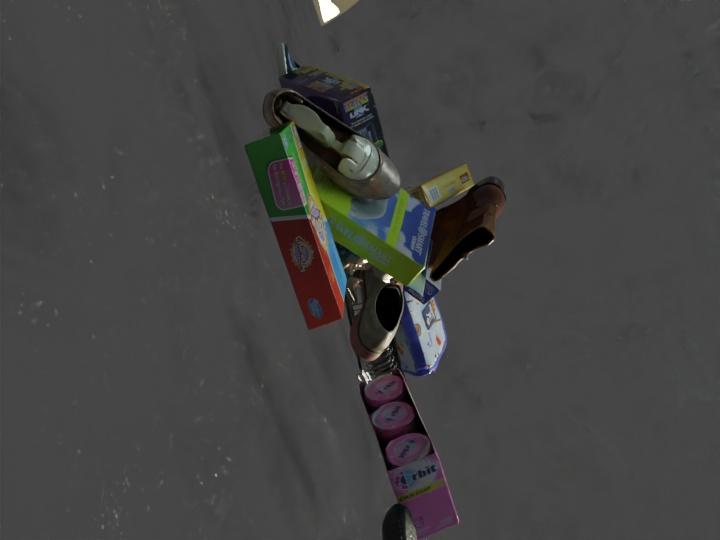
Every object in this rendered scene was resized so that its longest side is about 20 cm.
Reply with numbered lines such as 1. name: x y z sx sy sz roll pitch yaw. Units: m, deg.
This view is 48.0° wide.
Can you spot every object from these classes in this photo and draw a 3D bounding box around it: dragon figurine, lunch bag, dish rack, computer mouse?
1. dragon figurine: -0.016 -0.025 1.081 0.099 0.197 0.060 37 -53 38
2. lunch bag: 0.071 0.070 1.397 0.200 0.121 0.173 -118 -172 -71
3. dish rack: 0.023 0.120 1.206 0.201 0.053 0.156 64 9 -56
4. computer mouse: 0.045 0.350 0.876 0.203 0.033 0.059 -92 163 -46

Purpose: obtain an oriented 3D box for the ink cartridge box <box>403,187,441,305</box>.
1. ink cartridge box: 0.091 -0.044 1.328 0.093 0.044 0.202 36 35 -17

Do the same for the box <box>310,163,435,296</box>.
1. box: 0.018 -0.068 1.038 0.198 0.048 0.123 32 40 -13

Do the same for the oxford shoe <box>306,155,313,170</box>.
1. oxford shoe: -0.065 -0.147 1.118 0.075 0.057 0.203 56 15 -59

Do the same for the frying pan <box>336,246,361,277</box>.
1. frying pan: -0.001 0.001 1.232 0.191 0.031 0.115 54 -3 -4

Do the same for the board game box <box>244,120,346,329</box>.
1. board game box: -0.066 -0.056 0.894 0.153 0.039 0.204 -88 160 -75

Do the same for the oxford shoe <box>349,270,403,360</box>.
1. oxford shoe: 0.040 0.029 1.135 0.069 0.075 0.203 26 48 -20

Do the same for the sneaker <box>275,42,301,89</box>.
1. sneaker: -0.073 -0.271 1.278 0.076 0.083 0.203 -100 171 -55

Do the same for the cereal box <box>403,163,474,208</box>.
1. cereal box: 0.058 -0.096 1.225 0.143 0.198 0.040 -31 97 -50

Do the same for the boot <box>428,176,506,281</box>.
1. boot: 0.129 -0.030 1.135 0.069 0.187 0.201 48 29 -12

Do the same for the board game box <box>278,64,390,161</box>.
1. board game box: -0.034 -0.192 1.154 0.199 0.056 0.168 35 -31 54

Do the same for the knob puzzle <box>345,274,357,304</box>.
1. knob puzzle: -0.031 -0.064 1.357 0.220 0.030 0.225 -18 91 -85

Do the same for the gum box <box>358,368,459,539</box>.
1. gum box: 0.057 0.227 1.040 0.201 0.065 0.115 -114 -175 -63

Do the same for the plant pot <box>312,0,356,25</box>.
1. plant pot: -0.104 -1.072 3.027 0.202 0.173 0.202 -100 170 -52

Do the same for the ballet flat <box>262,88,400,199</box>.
1. ballet flat: -0.034 -0.151 0.972 0.197 0.069 0.067 31 -8 -6
